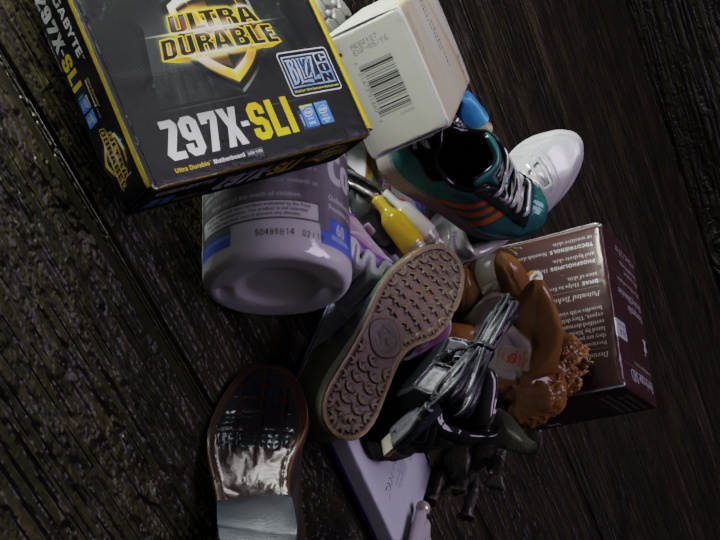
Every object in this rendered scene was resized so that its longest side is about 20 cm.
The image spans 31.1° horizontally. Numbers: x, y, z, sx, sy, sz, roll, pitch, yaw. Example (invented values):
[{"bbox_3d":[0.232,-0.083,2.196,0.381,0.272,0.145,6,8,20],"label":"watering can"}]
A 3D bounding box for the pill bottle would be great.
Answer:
[{"bbox_3d":[-0.065,-0.079,0.982,0.114,0.112,0.203,38,44,-56],"label":"pill bottle"}]

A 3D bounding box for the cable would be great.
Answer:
[{"bbox_3d":[0.002,-0.082,1.142,0.201,0.050,0.097,50,18,-6],"label":"cable"}]

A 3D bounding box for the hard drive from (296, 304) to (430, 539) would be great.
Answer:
[{"bbox_3d":[0.007,0.138,1.145,0.132,0.025,0.202,-66,137,-56],"label":"hard drive"}]

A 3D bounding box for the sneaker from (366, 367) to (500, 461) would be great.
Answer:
[{"bbox_3d":[0.084,0.122,1.162,0.199,0.113,0.078,-2,81,-70],"label":"sneaker"}]

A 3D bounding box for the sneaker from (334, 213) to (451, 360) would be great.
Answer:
[{"bbox_3d":[0.000,0.000,1.106,0.199,0.080,0.089,36,24,-30],"label":"sneaker"}]

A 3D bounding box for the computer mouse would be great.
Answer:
[{"bbox_3d":[0.046,0.107,0.989,0.046,0.199,0.141,46,42,-7],"label":"computer mouse"}]

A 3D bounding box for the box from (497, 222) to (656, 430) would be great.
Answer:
[{"bbox_3d":[0.255,0.073,1.593,0.166,0.162,0.203,29,51,-60],"label":"box"}]

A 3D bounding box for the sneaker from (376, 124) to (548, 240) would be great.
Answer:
[{"bbox_3d":[0.110,-0.079,1.156,0.198,0.079,0.073,19,70,-37],"label":"sneaker"}]

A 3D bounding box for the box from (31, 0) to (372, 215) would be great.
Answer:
[{"bbox_3d":[-0.102,-0.137,0.872,0.198,0.049,0.162,-18,83,-43],"label":"box"}]

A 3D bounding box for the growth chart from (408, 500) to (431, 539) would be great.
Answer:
[{"bbox_3d":[0.066,0.311,1.170,0.146,0.017,0.202,-77,155,-45],"label":"growth chart"}]

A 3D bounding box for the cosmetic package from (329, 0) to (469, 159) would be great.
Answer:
[{"bbox_3d":[0.034,-0.172,1.075,0.105,0.072,0.200,65,17,-14],"label":"cosmetic package"}]

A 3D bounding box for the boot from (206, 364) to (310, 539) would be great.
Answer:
[{"bbox_3d":[-0.072,0.162,0.922,0.201,0.073,0.098,-89,180,-53],"label":"boot"}]

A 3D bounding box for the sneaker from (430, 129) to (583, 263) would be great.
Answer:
[{"bbox_3d":[0.158,-0.069,1.285,0.075,0.199,0.099,53,-15,-11],"label":"sneaker"}]

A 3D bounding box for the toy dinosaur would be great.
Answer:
[{"bbox_3d":[0.106,0.172,1.231,0.201,0.076,0.103,120,-17,-53],"label":"toy dinosaur"}]

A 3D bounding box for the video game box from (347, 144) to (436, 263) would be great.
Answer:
[{"bbox_3d":[0.029,-0.076,1.296,0.182,0.046,0.202,50,34,-43],"label":"video game box"}]

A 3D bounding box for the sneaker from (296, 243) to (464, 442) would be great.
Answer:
[{"bbox_3d":[0.002,0.058,1.027,0.067,0.089,0.201,49,53,-16],"label":"sneaker"}]

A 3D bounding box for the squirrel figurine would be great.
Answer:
[{"bbox_3d":[0.168,0.069,1.443,0.201,0.140,0.187,56,13,-18],"label":"squirrel figurine"}]

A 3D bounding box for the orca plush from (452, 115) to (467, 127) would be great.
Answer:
[{"bbox_3d":[0.062,-0.119,1.297,0.071,0.105,0.200,-51,155,-5],"label":"orca plush"}]

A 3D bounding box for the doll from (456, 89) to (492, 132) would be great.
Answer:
[{"bbox_3d":[0.077,-0.166,1.363,0.200,0.135,0.049,77,35,-67],"label":"doll"}]

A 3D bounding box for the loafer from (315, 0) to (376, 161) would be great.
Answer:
[{"bbox_3d":[-0.013,-0.169,1.187,0.201,0.069,0.070,57,37,-20],"label":"loafer"}]
